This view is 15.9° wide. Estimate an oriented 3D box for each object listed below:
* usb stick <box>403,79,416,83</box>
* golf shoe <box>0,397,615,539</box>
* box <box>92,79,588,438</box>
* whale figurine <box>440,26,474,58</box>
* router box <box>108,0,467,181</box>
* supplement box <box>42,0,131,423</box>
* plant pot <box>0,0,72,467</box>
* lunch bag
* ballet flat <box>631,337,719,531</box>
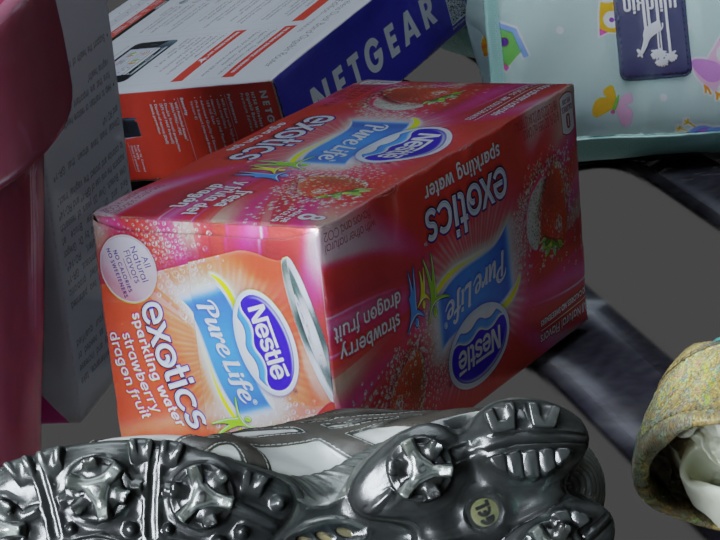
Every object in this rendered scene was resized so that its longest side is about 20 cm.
[{"bbox_3d":[-0.018,-0.096,1.374,0.055,0.033,0.200,-15,19,-25],"label":"usb stick"},{"bbox_3d":[-0.028,0.081,0.758,0.200,0.078,0.094,-5,-1,-2],"label":"golf shoe"},{"bbox_3d":[0.000,0.000,0.937,0.095,0.100,0.200,4,19,29],"label":"box"},{"bbox_3d":[0.066,-0.157,1.465,0.159,0.104,0.200,19,-23,-37],"label":"whale figurine"},{"bbox_3d":[-0.065,-0.109,1.322,0.179,0.049,0.200,-1,26,33],"label":"router box"},{"bbox_3d":[-0.151,-0.049,0.978,0.101,0.200,0.103,-3,18,12],"label":"supplement box"},{"bbox_3d":[-0.183,-0.005,0.847,0.200,0.179,0.200,-7,25,3],"label":"plant pot"},{"bbox_3d":[0.137,-0.135,1.276,0.170,0.122,0.200,-3,48,0],"label":"lunch bag"},{"bbox_3d":[0.164,0.066,0.749,0.200,0.071,0.071,11,23,41],"label":"ballet flat"}]
